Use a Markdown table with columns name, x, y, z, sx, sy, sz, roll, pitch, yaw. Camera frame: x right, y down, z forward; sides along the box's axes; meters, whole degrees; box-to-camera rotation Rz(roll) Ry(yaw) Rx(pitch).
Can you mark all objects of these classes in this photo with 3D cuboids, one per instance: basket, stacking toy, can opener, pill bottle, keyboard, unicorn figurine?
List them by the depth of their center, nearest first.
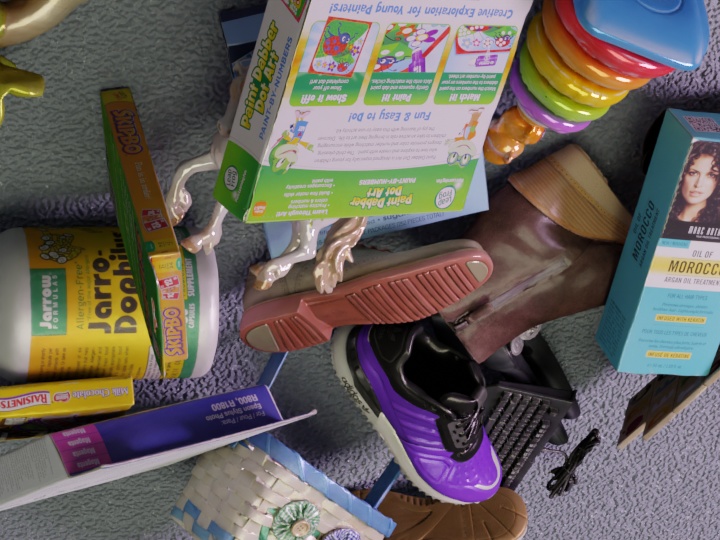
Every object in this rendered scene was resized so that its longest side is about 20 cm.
| name | x | y | z | sx | sy | sz | roll | pitch | yaw |
| --- | --- | --- | --- | --- | --- | --- | --- | --- | --- |
| unicorn figurine | -0.068 | -0.065 | 1.361 | 0.200 | 0.074 | 0.138 | 24 | 109 | -47 |
| stacking toy | 0.147 | -0.140 | 1.401 | 0.109 | 0.116 | 0.200 | 17 | 136 | -25 |
| pill bottle | -0.209 | 0.024 | 1.422 | 0.199 | 0.113 | 0.113 | 0 | 131 | -15 |
| basket | -0.040 | 0.157 | 1.586 | 0.176 | 0.139 | 0.201 | 34 | 81 | -37 |
| can opener | 0.134 | 0.076 | 1.616 | 0.200 | 0.078 | 0.064 | 46 | 69 | -43 |
| keyboard | 0.139 | 0.153 | 1.654 | 0.126 | 0.021 | 0.200 | 8 | 147 | -11 |

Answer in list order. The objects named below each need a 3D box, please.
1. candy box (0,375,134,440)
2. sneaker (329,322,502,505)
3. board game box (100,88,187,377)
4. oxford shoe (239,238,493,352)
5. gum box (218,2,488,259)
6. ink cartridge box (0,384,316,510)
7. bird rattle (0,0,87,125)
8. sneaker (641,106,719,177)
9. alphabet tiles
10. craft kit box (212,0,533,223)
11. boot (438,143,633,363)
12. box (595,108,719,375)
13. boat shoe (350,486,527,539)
| name | x | y | z | sx | sy | sz | roll | pitch | yaw |
| --- | --- | --- | --- | --- | --- | --- | --- | --- | --- |
| candy box | -0.228 | 0.104 | 1.468 | 0.102 | 0.027 | 0.200 | -7 | 172 | -12 |
| sneaker | 0.067 | 0.113 | 1.553 | 0.099 | 0.070 | 0.200 | -12 | 129 | 43 |
| board game box | -0.146 | -0.027 | 1.334 | 0.030 | 0.200 | 0.096 | -8 | 133 | -10 |
| oxford shoe | 0.000 | 0.000 | 1.466 | 0.199 | 0.074 | 0.071 | -13 | 147 | 14 |
| gum box | -0.001 | -0.111 | 1.409 | 0.169 | 0.045 | 0.201 | -13 | 132 | -4 |
| ink cartridge box | -0.166 | 0.126 | 1.452 | 0.196 | 0.043 | 0.200 | -11 | 171 | -41 |
| bird rattle | -0.253 | -0.201 | 1.247 | 0.163 | 0.113 | 0.201 | -28 | 120 | -6 |
| sneaker | 0.261 | -0.045 | 1.534 | 0.106 | 0.075 | 0.201 | 2 | 121 | -12 |
| alphabet tiles | 0.282 | 0.062 | 1.580 | 0.006 | 0.166 | 0.200 | 43 | 113 | -4 |
| craft kit box | 0.015 | -0.129 | 1.293 | 0.199 | 0.048 | 0.198 | -4 | 119 | -41 |
| boot | 0.152 | 0.015 | 1.531 | 0.166 | 0.072 | 0.200 | -41 | 116 | 2 |
| box | 0.245 | -0.019 | 1.468 | 0.082 | 0.049 | 0.201 | 3 | 119 | -19 |
| boat shoe | 0.046 | 0.231 | 1.704 | 0.199 | 0.071 | 0.069 | -3 | 154 | 7 |
